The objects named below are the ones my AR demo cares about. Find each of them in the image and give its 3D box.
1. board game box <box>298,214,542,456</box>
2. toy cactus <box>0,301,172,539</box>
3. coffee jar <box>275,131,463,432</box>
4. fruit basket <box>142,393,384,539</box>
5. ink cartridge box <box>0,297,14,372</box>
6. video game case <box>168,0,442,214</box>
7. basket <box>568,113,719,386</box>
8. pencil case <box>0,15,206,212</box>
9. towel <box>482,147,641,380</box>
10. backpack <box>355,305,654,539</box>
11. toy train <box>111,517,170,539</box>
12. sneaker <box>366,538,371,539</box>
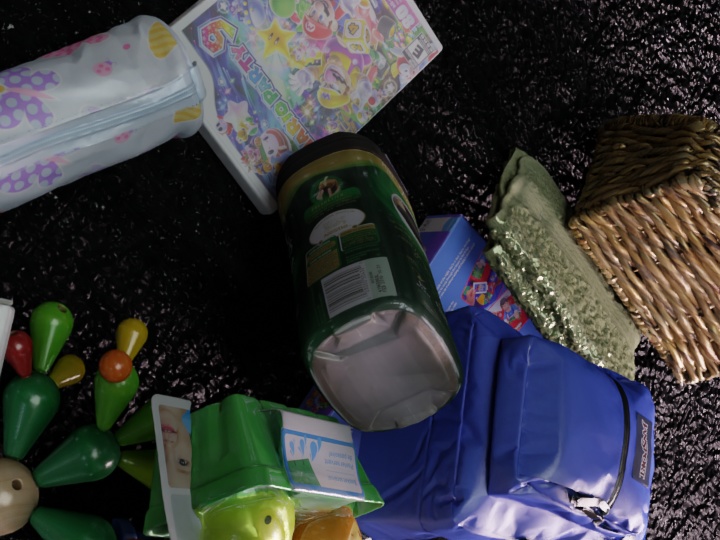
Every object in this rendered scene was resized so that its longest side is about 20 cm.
[{"bbox_3d":[0.054,0.076,0.882,0.134,0.045,0.200,45,67,-25],"label":"board game box"},{"bbox_3d":[-0.179,0.122,0.696,0.165,0.102,0.200,-24,90,-11],"label":"toy cactus"},{"bbox_3d":[0.000,0.000,0.757,0.085,0.200,0.104,-25,128,10],"label":"coffee jar"},{"bbox_3d":[-0.037,0.172,0.656,0.185,0.094,0.200,25,39,-54],"label":"fruit basket"},{"bbox_3d":[-0.260,0.103,0.619,0.083,0.147,0.200,16,80,-31],"label":"ink cartridge box"},{"bbox_3d":[-0.041,-0.157,0.837,0.200,0.018,0.143,-46,113,-24],"label":"video game case"},{"bbox_3d":[0.283,-0.034,0.948,0.200,0.143,0.149,51,40,-21],"label":"basket"},{"bbox_3d":[-0.191,-0.085,0.697,0.200,0.091,0.083,-29,105,-31],"label":"pencil case"},{"bbox_3d":[0.162,0.007,0.919,0.200,0.036,0.148,54,31,-19],"label":"towel"},{"bbox_3d":[0.116,0.132,0.789,0.200,0.168,0.163,29,65,-37],"label":"backpack"},{"bbox_3d":[-0.103,0.185,0.781,0.200,0.034,0.046,4,107,-33],"label":"toy train"},{"bbox_3d":[-0.010,0.222,0.773,0.070,0.093,0.200,5,95,-34],"label":"sneaker"}]
